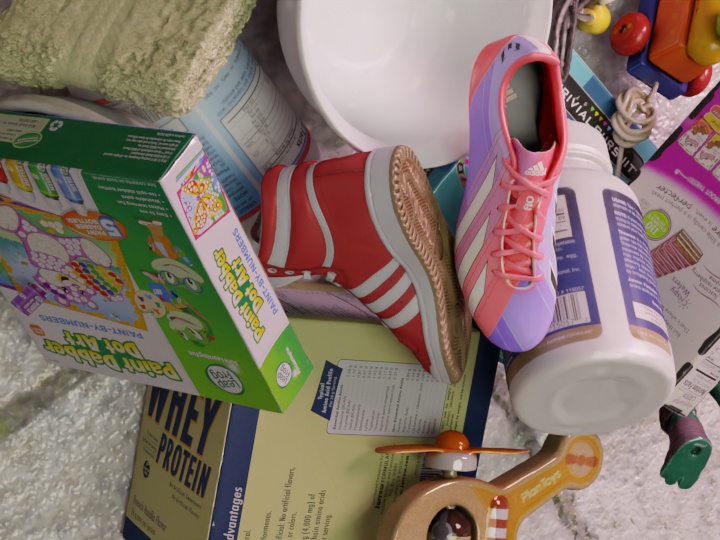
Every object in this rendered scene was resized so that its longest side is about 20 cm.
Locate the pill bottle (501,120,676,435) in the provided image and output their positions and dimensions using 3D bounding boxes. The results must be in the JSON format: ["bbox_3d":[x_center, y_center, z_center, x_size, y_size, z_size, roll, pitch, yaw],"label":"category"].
[{"bbox_3d":[0.143,0.002,1.299,0.111,0.111,0.200,16,51,-31],"label":"pill bottle"}]

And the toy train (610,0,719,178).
[{"bbox_3d":[0.246,-0.163,1.381,0.085,0.116,0.200,27,66,-30],"label":"toy train"}]

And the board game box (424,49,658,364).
[{"bbox_3d":[0.117,-0.054,1.412,0.200,0.047,0.151,-50,120,-8],"label":"board game box"}]

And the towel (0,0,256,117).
[{"bbox_3d":[-0.126,-0.180,1.167,0.037,0.148,0.200,78,30,-54],"label":"towel"}]

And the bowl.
[{"bbox_3d":[0.019,-0.169,1.210,0.201,0.090,0.201,-10,107,-36],"label":"bowl"}]

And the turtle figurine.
[{"bbox_3d":[0.241,0.079,1.443,0.149,0.200,0.101,-16,127,-4],"label":"turtle figurine"}]

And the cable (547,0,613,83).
[{"bbox_3d":[0.156,-0.193,1.333,0.050,0.200,0.097,6,114,9],"label":"cable"}]

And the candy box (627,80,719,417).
[{"bbox_3d":[0.243,-0.016,1.353,0.200,0.136,0.061,-48,146,10],"label":"candy box"}]

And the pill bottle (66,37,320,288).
[{"bbox_3d":[-0.096,-0.085,1.252,0.109,0.109,0.200,-44,120,-12],"label":"pill bottle"}]

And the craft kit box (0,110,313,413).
[{"bbox_3d":[-0.149,-0.007,1.156,0.049,0.200,0.198,-58,140,-30],"label":"craft kit box"}]

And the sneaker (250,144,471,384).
[{"bbox_3d":[0.000,0.000,1.213,0.200,0.112,0.071,67,27,-43],"label":"sneaker"}]

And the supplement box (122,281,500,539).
[{"bbox_3d":[-0.035,0.115,1.322,0.200,0.134,0.200,5,99,-30],"label":"supplement box"}]

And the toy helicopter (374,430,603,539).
[{"bbox_3d":[0.087,0.153,1.294,0.200,0.079,0.132,-29,107,-33],"label":"toy helicopter"}]

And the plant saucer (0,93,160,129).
[{"bbox_3d":[-0.146,-0.047,1.195,0.200,0.200,0.050,52,57,-28],"label":"plant saucer"}]

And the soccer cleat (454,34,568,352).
[{"bbox_3d":[0.097,-0.045,1.184,0.067,0.076,0.200,-2,98,-14],"label":"soccer cleat"}]
